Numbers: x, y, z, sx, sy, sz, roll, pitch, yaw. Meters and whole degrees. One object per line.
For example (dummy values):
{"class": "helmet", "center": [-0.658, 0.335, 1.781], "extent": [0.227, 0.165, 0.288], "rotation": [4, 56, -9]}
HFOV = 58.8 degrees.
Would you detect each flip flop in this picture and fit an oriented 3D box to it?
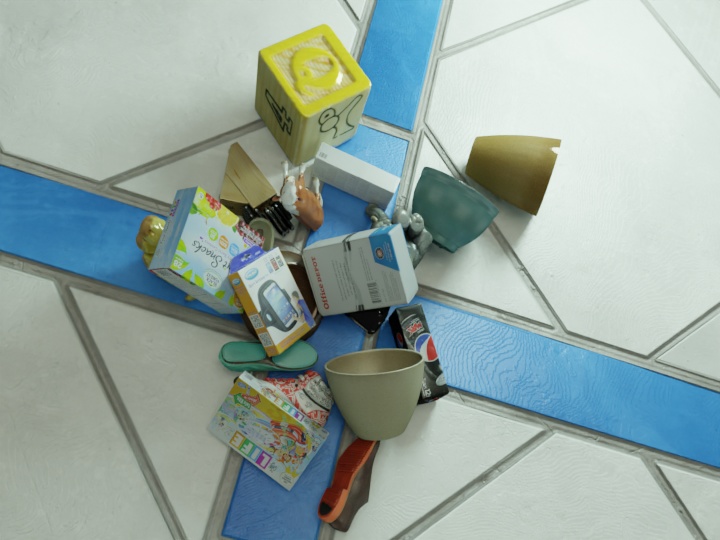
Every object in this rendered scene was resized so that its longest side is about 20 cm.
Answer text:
{"class": "flip flop", "center": [-0.215, -0.009, 1.337], "extent": [0.080, 0.058, 0.204], "rotation": [6, 91, -13]}

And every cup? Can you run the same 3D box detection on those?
{"class": "cup", "center": [0.032, 0.248, 1.258], "extent": [0.197, 0.200, 0.146], "rotation": [-6, 96, -15]}

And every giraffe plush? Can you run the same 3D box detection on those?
{"class": "giraffe plush", "center": [-0.334, -0.055, 1.305], "extent": [0.200, 0.173, 0.163], "rotation": [42, 57, -3]}

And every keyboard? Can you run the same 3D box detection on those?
{"class": "keyboard", "center": [-0.018, 0.041, 1.408], "extent": [0.199, 0.040, 0.104], "rotation": [40, 88, 4]}

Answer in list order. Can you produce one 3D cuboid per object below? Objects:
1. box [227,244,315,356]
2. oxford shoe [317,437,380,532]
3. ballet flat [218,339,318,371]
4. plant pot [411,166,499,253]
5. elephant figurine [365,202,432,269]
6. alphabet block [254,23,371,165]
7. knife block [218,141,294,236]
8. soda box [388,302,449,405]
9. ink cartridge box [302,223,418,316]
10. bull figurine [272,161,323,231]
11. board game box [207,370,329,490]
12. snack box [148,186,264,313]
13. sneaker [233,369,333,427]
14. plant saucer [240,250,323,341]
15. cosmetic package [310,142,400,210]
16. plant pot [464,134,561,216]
{"class": "box", "center": [-0.174, 0.049, 1.243], "extent": [0.119, 0.041, 0.202], "rotation": [-37, 107, -46]}
{"class": "oxford shoe", "center": [-0.009, 0.408, 1.246], "extent": [0.073, 0.071, 0.201], "rotation": [47, 59, -23]}
{"class": "ballet flat", "center": [-0.186, 0.172, 1.286], "extent": [0.197, 0.070, 0.068], "rotation": [3, 68, -15]}
{"class": "plant pot", "center": [0.194, -0.125, 1.447], "extent": [0.199, 0.200, 0.135], "rotation": [32, 91, 1]}
{"class": "elephant figurine", "center": [0.060, -0.060, 1.410], "extent": [0.155, 0.199, 0.142], "rotation": [-48, 109, -20]}
{"class": "alphabet block", "center": [-0.115, -0.399, 1.466], "extent": [0.194, 0.200, 0.197], "rotation": [-32, 78, -23]}
{"class": "knife block", "center": [-0.222, -0.171, 1.422], "extent": [0.173, 0.064, 0.203], "rotation": [10, 66, -10]}
{"class": "soda box", "center": [0.121, 0.177, 1.357], "extent": [0.062, 0.071, 0.203], "rotation": [-10, 71, -18]}
{"class": "ink cartridge box", "center": [0.000, 0.000, 1.297], "extent": [0.086, 0.197, 0.149], "rotation": [-40, 118, -60]}
{"class": "bull figurine", "center": [-0.132, -0.162, 1.379], "extent": [0.064, 0.200, 0.123], "rotation": [-6, 66, 15]}
{"class": "board game box", "center": [-0.176, 0.304, 1.209], "extent": [0.199, 0.034, 0.135], "rotation": [35, 109, 3]}
{"class": "snack box", "center": [-0.285, -0.033, 1.213], "extent": [0.067, 0.200, 0.171], "rotation": [-3, 61, 34]}
{"class": "sneaker", "center": [-0.146, 0.236, 1.273], "extent": [0.200, 0.067, 0.109], "rotation": [32, 63, -3]}
{"class": "plant saucer", "center": [-0.152, 0.058, 1.317], "extent": [0.198, 0.036, 0.204], "rotation": [3, 84, -30]}
{"class": "cosmetic package", "center": [-0.013, -0.218, 1.482], "extent": [0.198, 0.083, 0.051], "rotation": [25, 62, -3]}
{"class": "plant pot", "center": [0.361, -0.253, 1.545], "extent": [0.197, 0.187, 0.188], "rotation": [19, 64, 10]}
